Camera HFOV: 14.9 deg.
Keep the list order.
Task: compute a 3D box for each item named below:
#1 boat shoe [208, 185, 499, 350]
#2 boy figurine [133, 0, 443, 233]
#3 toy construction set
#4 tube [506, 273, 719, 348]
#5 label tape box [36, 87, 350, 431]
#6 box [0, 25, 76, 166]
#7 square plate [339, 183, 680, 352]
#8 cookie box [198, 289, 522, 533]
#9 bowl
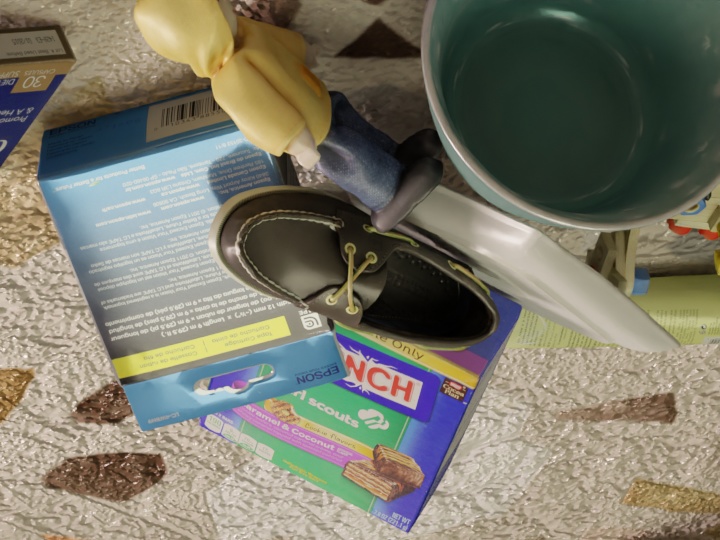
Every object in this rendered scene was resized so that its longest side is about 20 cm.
[{"bbox_3d":[0.000,0.000,1.662,0.201,0.061,0.072,17,99,-38],"label":"boat shoe"},{"bbox_3d":[-0.043,-0.110,1.605,0.200,0.124,0.064,40,116,-17],"label":"boy figurine"},{"bbox_3d":[0.231,-0.026,1.838,0.200,0.092,0.131,-8,149,-26],"label":"toy construction set"},{"bbox_3d":[0.191,0.028,1.943,0.200,0.052,0.058,-3,105,-7],"label":"tube"},{"bbox_3d":[-0.101,-0.009,1.707,0.143,0.066,0.200,-15,124,7],"label":"label tape box"},{"bbox_3d":[-0.264,-0.072,1.629,0.121,0.032,0.200,-9,154,-41],"label":"box"},{"bbox_3d":[0.080,-0.011,1.735,0.198,0.200,0.028,34,82,-51],"label":"square plate"},{"bbox_3d":[-0.004,0.064,1.838,0.171,0.075,0.200,27,142,6],"label":"cookie box"},{"bbox_3d":[0.121,-0.105,1.608,0.201,0.201,0.105,-2,165,-14],"label":"bowl"}]
